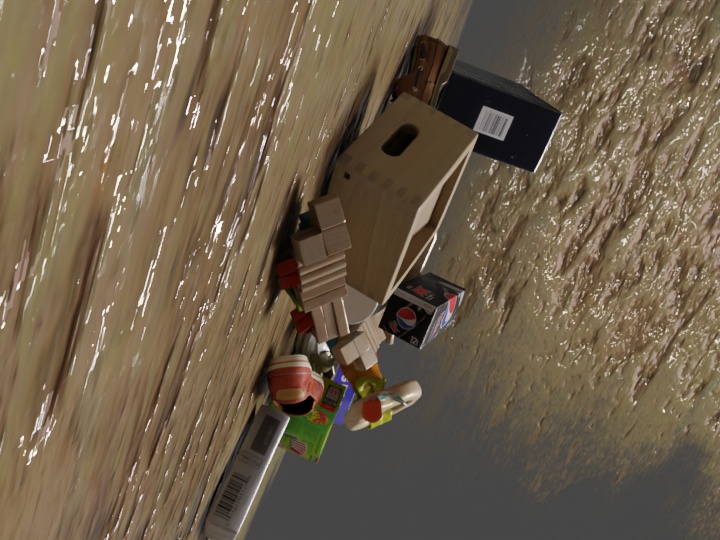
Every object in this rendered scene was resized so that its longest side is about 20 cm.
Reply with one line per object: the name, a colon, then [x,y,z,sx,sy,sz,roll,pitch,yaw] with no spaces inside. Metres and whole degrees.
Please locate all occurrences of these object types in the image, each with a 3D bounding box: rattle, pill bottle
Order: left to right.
pill bottle: [0.000,0.000,1.071,0.200,0.110,0.112,-61,174,-70]
rattle: [0.014,0.154,1.106,0.200,0.128,0.145,39,41,-70]

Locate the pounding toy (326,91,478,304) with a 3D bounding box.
pounding toy: [0.026,-0.095,0.880,0.200,0.141,0.185,-51,167,-41]

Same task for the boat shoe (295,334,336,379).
boat shoe: [-0.063,0.120,1.212,0.201,0.068,0.075,103,13,-56]

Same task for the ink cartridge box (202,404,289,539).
ink cartridge box: [-0.160,0.289,1.029,0.164,0.056,0.200,-66,-175,-32]

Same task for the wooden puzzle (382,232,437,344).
wooden puzzle: [0.036,-0.007,1.232,0.046,0.185,0.203,10,105,-42]

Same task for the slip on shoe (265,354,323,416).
slip on shoe: [-0.084,0.159,0.983,0.200,0.073,0.062,88,-5,-71]

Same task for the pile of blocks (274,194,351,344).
pile of blocks: [-0.053,-0.002,0.715,0.061,0.083,0.201,-21,148,-16]

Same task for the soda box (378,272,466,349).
soda box: [0.094,0.053,1.098,0.064,0.070,0.200,-68,165,13]

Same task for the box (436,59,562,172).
box: [0.188,-0.260,1.228,0.183,0.197,0.105,-108,-143,-61]

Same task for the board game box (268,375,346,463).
board game box: [-0.091,0.222,1.175,0.201,0.100,0.048,109,4,-54]

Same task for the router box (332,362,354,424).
router box: [-0.038,0.141,1.388,0.180,0.048,0.202,-106,-149,-56]

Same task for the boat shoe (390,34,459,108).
boat shoe: [0.072,-0.238,1.069,0.072,0.067,0.202,127,-14,-67]

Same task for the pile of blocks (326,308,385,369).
pile of blocks: [-0.004,0.102,1.100,0.081,0.063,0.200,-21,-167,19]
